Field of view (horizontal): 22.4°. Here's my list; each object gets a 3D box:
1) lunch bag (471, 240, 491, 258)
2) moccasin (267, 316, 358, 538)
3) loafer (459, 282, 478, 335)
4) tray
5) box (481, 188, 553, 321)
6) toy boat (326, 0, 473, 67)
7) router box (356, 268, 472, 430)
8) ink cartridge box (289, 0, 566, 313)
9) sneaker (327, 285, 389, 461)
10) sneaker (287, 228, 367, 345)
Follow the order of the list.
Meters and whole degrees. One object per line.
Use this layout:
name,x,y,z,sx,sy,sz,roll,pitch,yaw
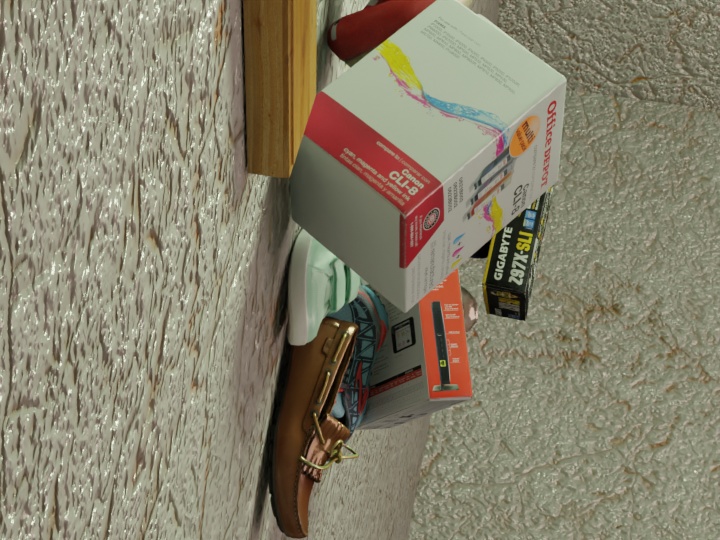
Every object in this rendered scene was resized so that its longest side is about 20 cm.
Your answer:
lunch bag,0.065,-0.089,1.871,0.200,0.169,0.128,86,18,-70
moccasin,-0.039,0.143,1.653,0.074,0.077,0.203,77,22,-72
loafer,0.079,0.038,1.862,0.200,0.062,0.073,174,-86,-67
tray,-0.055,-0.175,1.299,0.099,0.037,0.201,-76,170,-45
box,0.164,-0.041,1.859,0.200,0.049,0.161,59,42,-80
toy boat,0.034,-0.275,1.631,0.201,0.131,0.130,-55,-162,-19
router box,0.039,0.056,1.813,0.200,0.048,0.181,151,-64,-64
ink cartridge box,0.057,-0.101,1.532,0.200,0.144,0.146,-41,153,-23
sneaker,-0.021,0.101,1.763,0.096,0.079,0.201,-68,165,-57
sneaker,0.000,-0.001,1.642,0.201,0.117,0.074,-72,170,-51
